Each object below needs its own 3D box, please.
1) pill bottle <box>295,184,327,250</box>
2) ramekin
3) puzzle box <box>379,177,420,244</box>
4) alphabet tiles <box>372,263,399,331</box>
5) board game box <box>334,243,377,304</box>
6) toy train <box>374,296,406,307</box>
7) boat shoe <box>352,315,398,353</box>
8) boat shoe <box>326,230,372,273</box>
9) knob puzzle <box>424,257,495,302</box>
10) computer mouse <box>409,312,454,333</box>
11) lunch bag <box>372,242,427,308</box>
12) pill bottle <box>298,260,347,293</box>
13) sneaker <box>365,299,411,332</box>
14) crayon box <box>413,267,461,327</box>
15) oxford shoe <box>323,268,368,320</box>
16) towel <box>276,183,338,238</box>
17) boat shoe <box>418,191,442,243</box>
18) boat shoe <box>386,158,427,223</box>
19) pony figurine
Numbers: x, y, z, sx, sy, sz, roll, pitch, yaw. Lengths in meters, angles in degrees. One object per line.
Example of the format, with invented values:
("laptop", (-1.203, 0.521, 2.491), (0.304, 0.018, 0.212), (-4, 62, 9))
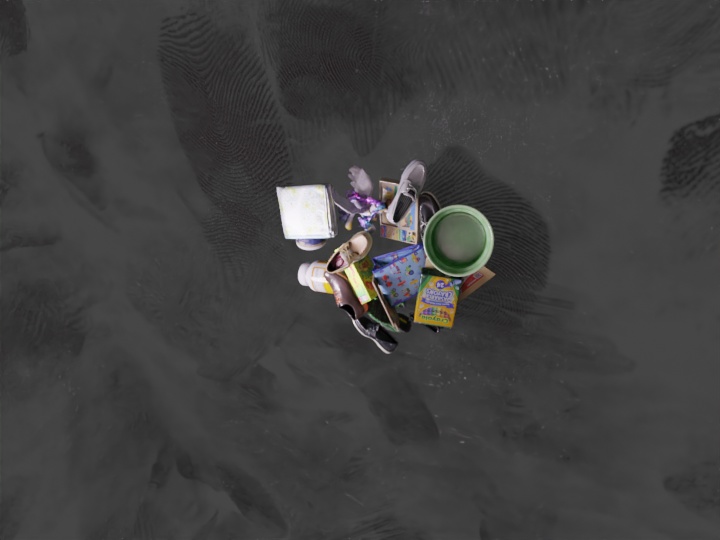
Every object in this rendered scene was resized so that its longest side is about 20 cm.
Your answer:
("pill bottle", (-0.173, -0.181, 1.797), (0.109, 0.111, 0.203), (14, 128, 23))
("ramekin", (0.284, -0.089, 1.535), (0.196, 0.098, 0.204), (2, 98, 13))
("puzzle box", (0.122, -0.185, 1.667), (0.131, 0.025, 0.203), (14, 128, 24))
("alphabet tiles", (0.086, 0.093, 1.751), (0.007, 0.168, 0.202), (-21, 107, 12))
("board game box", (0.000, 0.000, 1.792), (0.047, 0.101, 0.202), (-26, 92, 36))
("toy train", (0.077, 0.109, 1.895), (0.197, 0.042, 0.057), (0, 131, 32))
("boat shoe", (0.060, 0.223, 1.962), (0.199, 0.075, 0.066), (45, 131, -4))
("boat shoe", (-0.038, -0.050, 1.692), (0.074, 0.066, 0.200), (50, 127, 6))
("knob puzzle", (0.288, 0.001, 1.665), (0.216, 0.031, 0.222), (7, 136, 6))
("computer mouse", (0.263, 0.150, 1.772), (0.139, 0.046, 0.200), (29, 137, -15))
("lunch bag", (0.156, 0.006, 1.715), (0.197, 0.095, 0.152), (-21, 117, 14))
("pill bottle", (-0.120, 0.023, 1.907), (0.197, 0.111, 0.113), (7, 125, 29))
("sneaker", (0.084, 0.170, 1.873), (0.199, 0.079, 0.085), (35, 146, -28))
("crayon box", (0.239, 0.099, 1.672), (0.123, 0.052, 0.203), (8, 118, 5))
("oxford shoe", (-0.058, 0.078, 1.779), (0.200, 0.073, 0.071), (47, 138, -4))
("towel", (-0.168, -0.187, 1.693), (0.197, 0.048, 0.174), (1, 105, 26))
("boat shoe", (0.212, -0.140, 1.615), (0.071, 0.068, 0.203), (4, 122, 31))
("boat shoe", (0.143, -0.223, 1.543), (0.073, 0.067, 0.203), (20, 103, -15))
("pony figurine", (-0.001, -0.202, 1.664), (0.192, 0.167, 0.200), (37, 151, -3))
